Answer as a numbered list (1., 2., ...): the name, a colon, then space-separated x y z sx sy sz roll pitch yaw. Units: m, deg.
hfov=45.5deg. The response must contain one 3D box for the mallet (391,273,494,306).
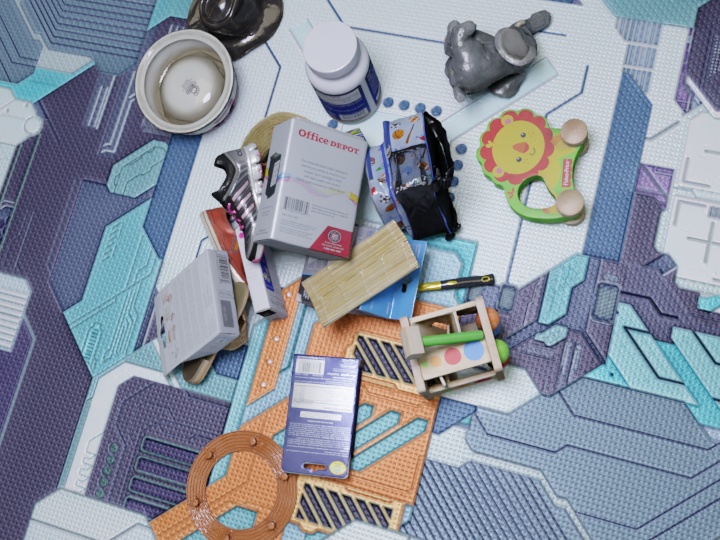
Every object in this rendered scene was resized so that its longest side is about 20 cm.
1. mallet: 0.131 0.036 1.479 0.198 0.041 0.066 0 76 7

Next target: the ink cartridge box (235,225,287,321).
1. ink cartridge box: -0.178 -0.015 1.517 0.037 0.095 0.201 -16 74 11

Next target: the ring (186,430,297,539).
1. ring: -0.206 0.375 1.471 0.199 0.019 0.202 -2 76 10

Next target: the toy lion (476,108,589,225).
1. toy lion: 0.295 -0.182 1.489 0.190 0.069 0.202 2 77 18

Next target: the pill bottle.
1. pill bottle: -0.033 -0.348 1.513 0.115 0.200 0.117 -2 76 10

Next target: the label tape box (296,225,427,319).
1. label tape box: 0.000 0.000 1.467 0.199 0.063 0.145 6 78 31

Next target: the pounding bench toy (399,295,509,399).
1. pounding bench toy: 0.153 0.118 1.368 0.155 0.200 0.125 -16 74 7

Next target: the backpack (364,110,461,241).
1. backpack: 0.089 -0.165 1.465 0.153 0.200 0.192 -4 63 9

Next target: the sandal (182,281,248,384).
1. sandal: -0.235 0.114 1.520 0.212 0.069 0.078 -57 41 13

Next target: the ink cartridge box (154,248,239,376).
1. ink cartridge box: -0.291 0.079 1.506 0.200 0.047 0.161 -36 57 40

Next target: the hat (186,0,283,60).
1. hat: -0.254 -0.511 1.657 0.199 0.081 0.202 -3 75 11

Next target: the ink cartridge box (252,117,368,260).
1. ink cartridge box: -0.081 -0.130 1.410 0.145 0.083 0.202 14 82 -27

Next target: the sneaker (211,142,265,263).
1. sneaker: -0.205 -0.111 1.442 0.087 0.074 0.202 -6 91 -11

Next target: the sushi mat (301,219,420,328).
1. sushi mat: -0.002 0.006 1.421 0.199 0.012 0.096 -33 61 15

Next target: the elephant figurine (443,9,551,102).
1. elephant figurine: 0.253 -0.380 1.513 0.198 0.142 0.156 -1 105 -5

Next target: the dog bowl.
1. dog bowl: -0.321 -0.347 1.626 0.198 0.074 0.202 -2 83 12

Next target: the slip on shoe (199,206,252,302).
1. slip on shoe: -0.225 -0.032 1.546 0.061 0.074 0.201 -26 71 -5

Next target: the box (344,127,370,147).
1. box: -0.074 -0.169 1.504 0.200 0.070 0.065 -38 106 -20

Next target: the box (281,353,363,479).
1. box: -0.066 0.248 1.466 0.120 0.032 0.202 4 76 12

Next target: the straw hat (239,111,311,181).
1. straw hat: -0.150 -0.181 1.552 0.200 0.085 0.203 -3 97 -28
